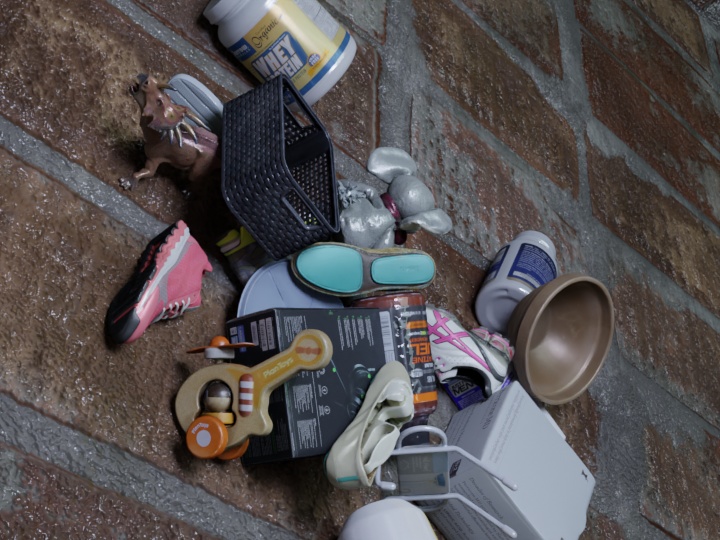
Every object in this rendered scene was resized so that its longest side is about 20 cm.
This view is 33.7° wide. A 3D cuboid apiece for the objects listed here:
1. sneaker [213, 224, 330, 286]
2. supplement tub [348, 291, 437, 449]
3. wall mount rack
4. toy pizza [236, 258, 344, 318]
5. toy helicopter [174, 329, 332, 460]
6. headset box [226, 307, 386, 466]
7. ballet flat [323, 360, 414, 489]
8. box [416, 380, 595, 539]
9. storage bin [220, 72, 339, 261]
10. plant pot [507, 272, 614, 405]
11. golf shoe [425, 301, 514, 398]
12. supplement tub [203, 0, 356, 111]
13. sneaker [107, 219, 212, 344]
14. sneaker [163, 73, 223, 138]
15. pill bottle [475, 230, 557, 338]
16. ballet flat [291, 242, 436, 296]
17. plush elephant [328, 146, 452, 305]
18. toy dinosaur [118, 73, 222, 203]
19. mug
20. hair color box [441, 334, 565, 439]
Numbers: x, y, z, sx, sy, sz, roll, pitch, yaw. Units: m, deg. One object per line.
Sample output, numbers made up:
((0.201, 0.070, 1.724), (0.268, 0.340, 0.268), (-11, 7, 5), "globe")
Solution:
((-0.109, -0.025, 1.581), (0.199, 0.073, 0.082), (-15, 85, -48), "sneaker")
((0.046, 0.134, 1.584), (0.106, 0.106, 0.203), (-2, 83, -51), "supplement tub")
((0.107, 0.275, 1.482), (0.201, 0.171, 0.075), (82, 6, -49), "wall mount rack")
((-0.087, 0.086, 1.522), (0.199, 0.031, 0.203), (17, 66, -43), "toy pizza")
((-0.123, 0.118, 1.336), (0.133, 0.199, 0.079), (63, 12, 17), "toy helicopter")
((-0.052, 0.137, 1.450), (0.199, 0.092, 0.177), (0, 79, -47), "headset box")
((0.028, 0.181, 1.407), (0.070, 0.069, 0.201), (47, 48, -14), "ballet flat")
((0.204, 0.302, 1.647), (0.201, 0.130, 0.199), (51, 35, -9), "box")
((-0.101, -0.131, 1.495), (0.135, 0.093, 0.202), (51, 22, -40), "storage bin")
((0.290, 0.095, 1.816), (0.199, 0.092, 0.204), (-14, 113, -36), "plant pot")
((0.117, 0.109, 1.698), (0.198, 0.073, 0.093), (23, 61, 8), "golf shoe")
((-0.118, -0.349, 1.745), (0.200, 0.144, 0.145), (43, 37, -19), "supplement tub")
((-0.223, 0.025, 1.387), (0.087, 0.073, 0.201), (45, 36, -19), "sneaker")
((-0.189, -0.187, 1.609), (0.200, 0.073, 0.071), (50, 19, -21), "sneaker")
((0.264, 0.018, 1.959), (0.111, 0.111, 0.200), (49, 36, -12), "pill bottle")
((0.000, 0.000, 1.561), (0.197, 0.071, 0.071), (1, 58, -17), "ballet flat")
((0.035, -0.076, 1.648), (0.153, 0.201, 0.166), (-14, 64, -14), "plush elephant")
((-0.215, -0.158, 1.483), (0.199, 0.135, 0.087), (15, 52, -45), "toy dinosaur")
((0.045, 0.366, 1.417), (0.187, 0.148, 0.154), (63, 6, -58), "mug")
((0.217, 0.211, 1.794), (0.201, 0.064, 0.109), (55, 35, -6), "hair color box")
